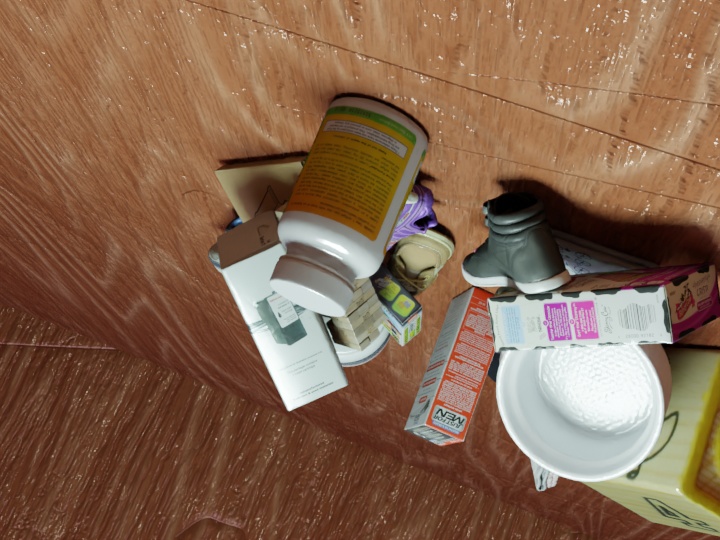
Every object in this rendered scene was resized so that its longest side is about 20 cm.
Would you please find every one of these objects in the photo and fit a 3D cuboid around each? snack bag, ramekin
[{"bbox_3d":[0.242,0.002,1.414,0.188,0.022,0.200,19,164,12],"label":"snack bag"},{"bbox_3d":[0.269,0.136,1.443,0.199,0.202,0.098,16,-160,23],"label":"ramekin"}]

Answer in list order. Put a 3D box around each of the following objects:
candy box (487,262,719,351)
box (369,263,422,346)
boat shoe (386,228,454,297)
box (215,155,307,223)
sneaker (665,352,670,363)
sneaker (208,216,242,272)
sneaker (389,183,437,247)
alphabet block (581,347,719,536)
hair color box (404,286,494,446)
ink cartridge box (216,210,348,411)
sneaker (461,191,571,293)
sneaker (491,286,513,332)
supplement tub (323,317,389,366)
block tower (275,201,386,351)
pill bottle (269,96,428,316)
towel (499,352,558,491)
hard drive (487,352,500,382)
[{"bbox_3d":[0.250,0.037,1.260,0.199,0.061,0.136,-7,-175,37],"label":"candy box"},{"bbox_3d":[0.000,0.000,1.562,0.200,0.035,0.110,47,169,15],"label":"box"},{"bbox_3d":[0.070,-0.004,1.552,0.074,0.067,0.200,22,165,2],"label":"boat shoe"},{"bbox_3d":[-0.087,-0.064,1.523,0.200,0.021,0.164,1,124,53],"label":"box"},{"bbox_3d":[0.299,0.125,1.545,0.078,0.086,0.200,-12,173,-43],"label":"sneaker"},{"bbox_3d":[-0.165,-0.046,1.767,0.199,0.077,0.085,-8,137,49],"label":"sneaker"},{"bbox_3d":[0.044,-0.055,1.413,0.083,0.081,0.200,5,171,-4],"label":"sneaker"},{"bbox_3d":[0.421,0.221,1.579,0.196,0.196,0.200,29,163,-29],"label":"alphabet block"},{"bbox_3d":[0.132,0.133,1.673,0.064,0.201,0.111,24,165,-7],"label":"hair color box"},{"bbox_3d":[-0.097,0.045,1.482,0.147,0.083,0.201,-116,3,-72],"label":"ink cartridge box"},{"bbox_3d":[0.155,-0.036,1.307,0.070,0.100,0.200,-19,-171,-16],"label":"sneaker"},{"bbox_3d":[0.253,0.064,1.520,0.199,0.074,0.080,7,131,25],"label":"sneaker"},{"bbox_3d":[-0.022,0.060,1.716,0.140,0.141,0.200,22,174,4],"label":"supplement tub"},{"bbox_3d":[-0.033,-0.004,1.438,0.058,0.054,0.201,12,133,47],"label":"block tower"},{"bbox_3d":[-0.016,-0.061,1.225,0.111,0.201,0.111,21,165,6],"label":"pill bottle"},{"bbox_3d":[0.228,0.191,1.669,0.032,0.192,0.200,-16,157,-1],"label":"towel"},{"bbox_3d":[0.243,0.142,1.846,0.134,0.043,0.200,17,164,19],"label":"hard drive"}]
